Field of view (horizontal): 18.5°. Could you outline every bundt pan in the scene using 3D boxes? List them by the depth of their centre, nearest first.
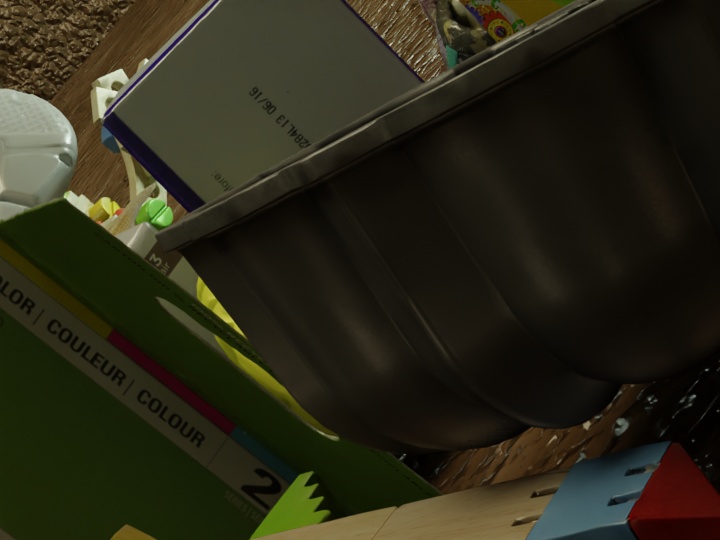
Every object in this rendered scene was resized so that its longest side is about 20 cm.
[{"bbox_3d":[0.061,-0.024,0.484,0.202,0.076,0.202,-29,5,3],"label":"bundt pan"}]

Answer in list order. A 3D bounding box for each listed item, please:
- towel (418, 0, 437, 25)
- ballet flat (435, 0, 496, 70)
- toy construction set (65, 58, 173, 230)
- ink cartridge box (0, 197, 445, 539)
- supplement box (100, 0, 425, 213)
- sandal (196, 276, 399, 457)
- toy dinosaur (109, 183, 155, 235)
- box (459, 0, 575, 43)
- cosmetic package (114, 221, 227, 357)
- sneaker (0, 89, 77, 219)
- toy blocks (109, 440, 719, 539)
[{"bbox_3d":[0.105,-0.180,0.953,0.148,0.036,0.200,-55,14,-23],"label":"towel"},{"bbox_3d":[0.095,-0.144,0.807,0.200,0.072,0.072,-54,13,-8],"label":"ballet flat"},{"bbox_3d":[-0.150,-0.024,1.274,0.200,0.092,0.131,-52,7,47],"label":"toy construction set"},{"bbox_3d":[-0.074,0.057,0.640,0.076,0.148,0.200,-54,14,-16],"label":"ink cartridge box"},{"bbox_3d":[-0.037,-0.067,0.923,0.103,0.101,0.200,-45,9,0],"label":"supplement box"},{"bbox_3d":[0.000,0.000,0.724,0.087,0.079,0.200,-34,20,10],"label":"sandal"},{"bbox_3d":[-0.140,0.031,1.060,0.200,0.101,0.058,-99,13,-56],"label":"toy dinosaur"},{"bbox_3d":[0.089,-0.182,0.636,0.200,0.193,0.122,-39,7,41],"label":"box"},{"bbox_3d":[-0.112,0.057,0.851,0.113,0.081,0.200,-55,15,-17],"label":"cosmetic package"},{"bbox_3d":[-0.155,0.021,0.813,0.082,0.077,0.200,104,-172,-46],"label":"sneaker"},{"bbox_3d":[-0.002,0.107,0.419,0.137,0.100,0.200,-19,22,43],"label":"toy blocks"}]
